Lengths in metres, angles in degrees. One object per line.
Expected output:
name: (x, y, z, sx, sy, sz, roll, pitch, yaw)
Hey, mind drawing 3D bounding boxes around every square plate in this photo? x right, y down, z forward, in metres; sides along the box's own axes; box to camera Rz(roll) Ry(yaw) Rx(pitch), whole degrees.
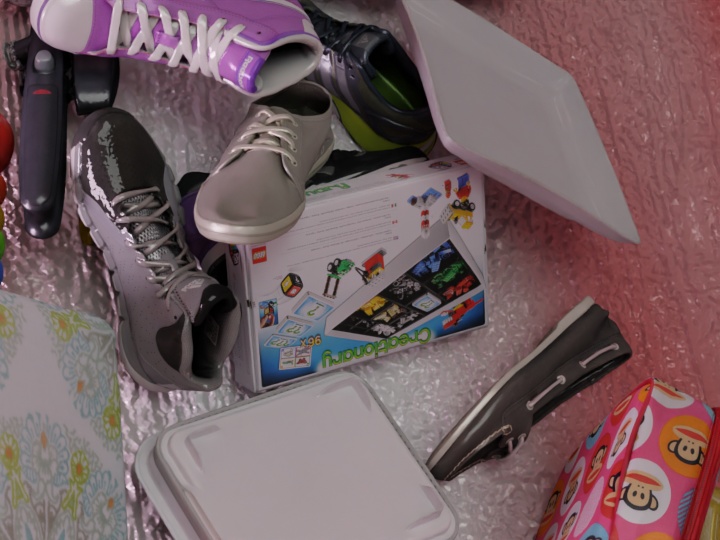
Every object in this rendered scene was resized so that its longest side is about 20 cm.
square plate: (0.107, -0.116, 1.597, 0.199, 0.028, 0.199, 26, 33, -34)

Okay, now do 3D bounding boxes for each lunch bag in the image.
lunch bag: (0.178, 0.161, 1.483, 0.081, 0.200, 0.177, 22, 63, -5)

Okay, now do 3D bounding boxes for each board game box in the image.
board game box: (0.000, 0.000, 1.530, 0.199, 0.035, 0.127, -14, 112, -29)

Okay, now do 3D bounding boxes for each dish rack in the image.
dish rack: (-0.035, 0.147, 1.461, 0.199, 0.044, 0.172, -17, 61, -35)

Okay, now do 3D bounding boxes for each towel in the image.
towel: (-0.212, 0.115, 1.388, 0.048, 0.171, 0.202, -11, 75, 23)

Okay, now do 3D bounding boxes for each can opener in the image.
can opener: (-0.214, -0.108, 1.498, 0.078, 0.064, 0.201, -5, 45, 7)

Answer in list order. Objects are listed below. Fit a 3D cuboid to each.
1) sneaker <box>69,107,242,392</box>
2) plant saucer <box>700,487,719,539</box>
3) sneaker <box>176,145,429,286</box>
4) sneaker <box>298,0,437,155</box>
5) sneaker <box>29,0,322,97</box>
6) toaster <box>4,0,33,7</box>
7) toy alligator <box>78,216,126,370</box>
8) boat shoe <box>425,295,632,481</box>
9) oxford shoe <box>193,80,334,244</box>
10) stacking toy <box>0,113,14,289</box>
sneaker: (-0.124, -0.011, 1.442, 0.075, 0.115, 0.201, -23, 107, -29)
plant saucer: (0.301, 0.257, 1.573, 0.199, 0.048, 0.201, 16, 65, -13)
sneaker: (-0.044, -0.068, 1.568, 0.199, 0.076, 0.088, -22, 69, -29)
sneaker: (-0.015, -0.164, 1.611, 0.199, 0.081, 0.074, 35, 61, -3)
sneaker: (-0.119, -0.165, 1.492, 0.199, 0.073, 0.114, -6, 37, -26)
toaster: (-0.209, -0.271, 1.567, 0.128, 0.114, 0.201, -13, 70, -21)
toy alligator: (-0.162, -0.031, 1.518, 0.059, 0.054, 0.201, -3, 70, -21)
boat shoe: (0.126, 0.094, 1.566, 0.057, 0.067, 0.200, 44, 58, 7)
oxford shoe: (-0.064, -0.075, 1.471, 0.075, 0.058, 0.200, 11, 30, 11)
stacking toy: (-0.274, -0.025, 1.467, 0.085, 0.085, 0.201, 11, 60, -15)
